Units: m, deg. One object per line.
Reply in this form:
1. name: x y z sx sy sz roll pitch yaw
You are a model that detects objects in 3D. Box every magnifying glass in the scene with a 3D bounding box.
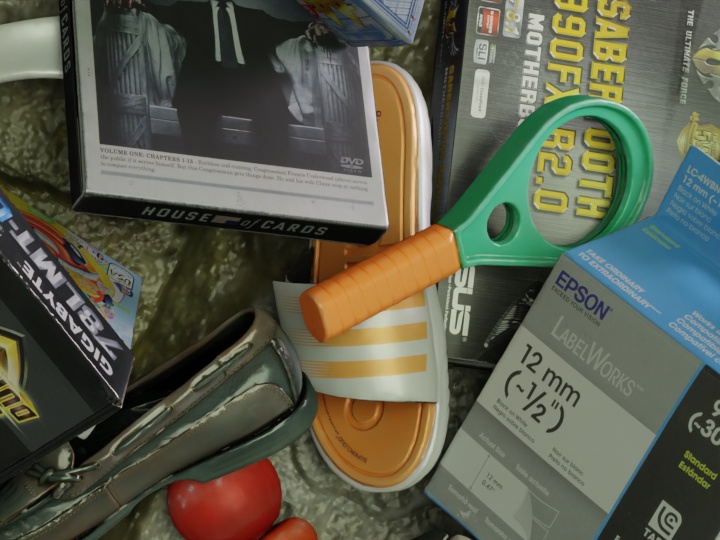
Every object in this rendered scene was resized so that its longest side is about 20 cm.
1. magnifying glass: 0.057 -0.019 1.218 0.199 0.022 0.080 -26 117 -27

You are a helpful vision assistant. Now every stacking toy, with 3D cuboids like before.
1. stacking toy: -0.022 0.167 1.240 0.085 0.085 0.200 -33 89 -15

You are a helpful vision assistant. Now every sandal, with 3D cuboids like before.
1. sandal: -0.007 0.000 1.243 0.059 0.079 0.208 13 72 -58

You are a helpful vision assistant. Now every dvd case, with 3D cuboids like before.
1. dvd case: -0.066 -0.112 1.216 0.150 0.025 0.201 6 64 -25

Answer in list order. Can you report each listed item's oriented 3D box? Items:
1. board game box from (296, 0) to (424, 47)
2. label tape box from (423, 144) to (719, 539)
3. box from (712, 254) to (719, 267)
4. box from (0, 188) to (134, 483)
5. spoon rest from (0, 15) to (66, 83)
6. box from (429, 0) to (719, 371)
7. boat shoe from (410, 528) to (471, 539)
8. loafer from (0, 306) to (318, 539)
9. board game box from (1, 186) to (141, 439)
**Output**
1. board game box: -0.029 -0.203 1.177 0.199 0.062 0.201 2 92 -28
2. label tape box: 0.137 0.060 1.195 0.066 0.143 0.201 5 118 -52
3. box: 0.266 -0.009 1.305 0.200 0.048 0.159 40 71 -24
4. box: -0.229 0.021 1.084 0.198 0.050 0.200 -31 110 16
5. spoon rest: -0.100 -0.091 1.229 0.199 0.061 0.100 -3 70 -15
6. box: 0.110 -0.045 1.299 0.158 0.048 0.201 9 85 -15
7. boat shoe: 0.085 0.211 1.200 0.200 0.093 0.075 37 119 -7
8. loafer: -0.119 0.076 1.199 0.199 0.072 0.063 -25 124 -7
9. board game box: -0.191 -0.015 1.165 0.200 0.135 0.034 34 106 -12
